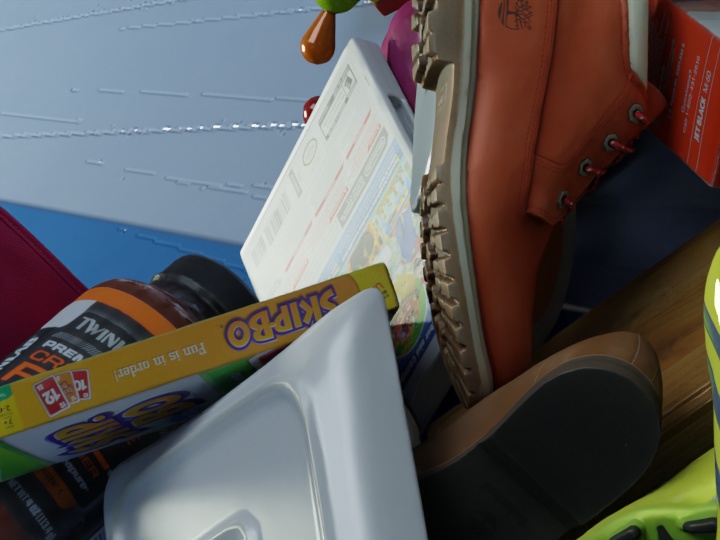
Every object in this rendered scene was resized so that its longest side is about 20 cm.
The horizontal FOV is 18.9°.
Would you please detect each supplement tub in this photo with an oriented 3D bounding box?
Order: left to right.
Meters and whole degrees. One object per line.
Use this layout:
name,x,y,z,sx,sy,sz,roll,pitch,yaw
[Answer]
supplement tub,-0.131,0.075,1.049,0.107,0.107,0.200,-1,34,49

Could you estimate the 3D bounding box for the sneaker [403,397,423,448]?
sneaker,-0.063,0.120,0.971,0.200,0.074,0.079,-44,-13,21

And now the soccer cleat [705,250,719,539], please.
soccer cleat,0.147,0.078,0.727,0.064,0.084,0.201,-9,76,26

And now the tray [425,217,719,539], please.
tray,0.124,0.048,0.919,0.200,0.037,0.099,-37,31,12

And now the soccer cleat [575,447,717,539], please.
soccer cleat,0.157,0.086,0.829,0.200,0.065,0.084,-38,2,18

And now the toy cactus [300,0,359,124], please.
toy cactus,0.051,-0.163,1.184,0.164,0.102,0.201,13,91,11

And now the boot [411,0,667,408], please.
boot,0.076,-0.043,0.897,0.075,0.107,0.201,172,99,-83

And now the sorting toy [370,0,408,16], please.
sorting toy,0.060,-0.257,1.326,0.200,0.070,0.199,-24,36,30

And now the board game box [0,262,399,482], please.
board game box,-0.085,0.048,0.938,0.199,0.030,0.096,-15,-13,-12

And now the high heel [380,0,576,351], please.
high heel,0.047,-0.045,1.053,0.096,0.067,0.201,-29,66,53

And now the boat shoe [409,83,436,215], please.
boat shoe,0.067,-0.113,0.985,0.074,0.068,0.200,116,162,-61

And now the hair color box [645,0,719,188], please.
hair color box,0.167,-0.103,0.969,0.200,0.110,0.064,-126,40,-59

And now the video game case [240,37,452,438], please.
video game case,0.000,0.000,1.044,0.143,0.018,0.200,-61,33,29

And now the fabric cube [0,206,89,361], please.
fabric cube,-0.249,0.089,1.145,0.200,0.196,0.200,-2,50,47

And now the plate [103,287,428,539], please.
plate,-0.046,0.134,0.870,0.200,0.032,0.200,-36,54,41

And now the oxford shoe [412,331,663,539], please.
oxford shoe,0.046,0.093,0.877,0.200,0.071,0.071,-36,9,25
